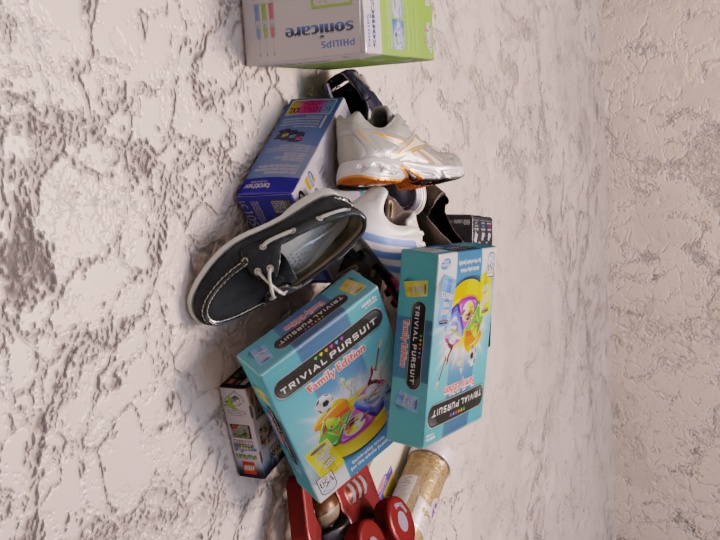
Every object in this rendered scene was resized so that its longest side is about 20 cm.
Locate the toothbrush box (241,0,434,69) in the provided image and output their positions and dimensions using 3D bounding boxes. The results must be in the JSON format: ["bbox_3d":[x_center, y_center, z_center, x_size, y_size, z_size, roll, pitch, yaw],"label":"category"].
[{"bbox_3d":[-0.019,-0.273,1.009,0.200,0.144,0.087,-24,112,-61],"label":"toothbrush box"}]

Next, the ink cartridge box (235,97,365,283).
[{"bbox_3d":[-0.061,-0.080,1.010,0.137,0.076,0.201,67,33,-40],"label":"ink cartridge box"}]

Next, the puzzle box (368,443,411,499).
[{"bbox_3d":[0.042,0.276,1.303,0.201,0.025,0.134,-58,142,-47],"label":"puzzle box"}]

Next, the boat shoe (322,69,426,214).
[{"bbox_3d":[0.013,-0.152,1.095,0.201,0.074,0.093,59,12,-1],"label":"boat shoe"}]

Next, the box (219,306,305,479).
[{"bbox_3d":[-0.083,0.131,1.020,0.200,0.034,0.111,-43,129,-57],"label":"box"}]

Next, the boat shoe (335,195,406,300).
[{"bbox_3d":[0.000,0.000,1.064,0.060,0.071,0.201,44,64,-35],"label":"boat shoe"}]

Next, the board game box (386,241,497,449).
[{"bbox_3d":[0.092,0.075,0.981,0.150,0.046,0.203,-9,105,-58],"label":"board game box"}]

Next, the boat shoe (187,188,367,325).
[{"bbox_3d":[-0.081,-0.010,0.895,0.200,0.060,0.076,-42,134,-16],"label":"boat shoe"}]

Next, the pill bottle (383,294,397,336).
[{"bbox_3d":[0.042,0.079,1.184,0.200,0.113,0.116,19,74,-70],"label":"pill bottle"}]

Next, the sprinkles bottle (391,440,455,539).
[{"bbox_3d":[0.073,0.328,1.265,0.201,0.068,0.069,-60,142,-44],"label":"sprinkles bottle"}]

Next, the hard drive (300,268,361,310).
[{"bbox_3d":[-0.018,0.112,1.011,0.132,0.026,0.201,-41,131,-17],"label":"hard drive"}]

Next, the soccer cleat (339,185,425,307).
[{"bbox_3d":[0.053,-0.012,1.011,0.087,0.070,0.200,-51,126,-11],"label":"soccer cleat"}]

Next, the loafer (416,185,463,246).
[{"bbox_3d":[0.081,-0.094,1.173,0.073,0.071,0.202,-27,90,-55],"label":"loafer"}]

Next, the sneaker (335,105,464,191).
[{"bbox_3d":[0.049,-0.142,1.037,0.199,0.075,0.093,-5,86,-48],"label":"sneaker"}]

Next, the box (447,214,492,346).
[{"bbox_3d":[0.127,0.018,1.359,0.106,0.121,0.203,-3,93,-65],"label":"box"}]

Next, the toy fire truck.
[{"bbox_3d":[-0.031,0.282,1.081,0.200,0.111,0.170,-10,77,-65],"label":"toy fire truck"}]

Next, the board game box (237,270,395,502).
[{"bbox_3d":[-0.026,0.125,0.950,0.150,0.047,0.201,-36,130,-21],"label":"board game box"}]
